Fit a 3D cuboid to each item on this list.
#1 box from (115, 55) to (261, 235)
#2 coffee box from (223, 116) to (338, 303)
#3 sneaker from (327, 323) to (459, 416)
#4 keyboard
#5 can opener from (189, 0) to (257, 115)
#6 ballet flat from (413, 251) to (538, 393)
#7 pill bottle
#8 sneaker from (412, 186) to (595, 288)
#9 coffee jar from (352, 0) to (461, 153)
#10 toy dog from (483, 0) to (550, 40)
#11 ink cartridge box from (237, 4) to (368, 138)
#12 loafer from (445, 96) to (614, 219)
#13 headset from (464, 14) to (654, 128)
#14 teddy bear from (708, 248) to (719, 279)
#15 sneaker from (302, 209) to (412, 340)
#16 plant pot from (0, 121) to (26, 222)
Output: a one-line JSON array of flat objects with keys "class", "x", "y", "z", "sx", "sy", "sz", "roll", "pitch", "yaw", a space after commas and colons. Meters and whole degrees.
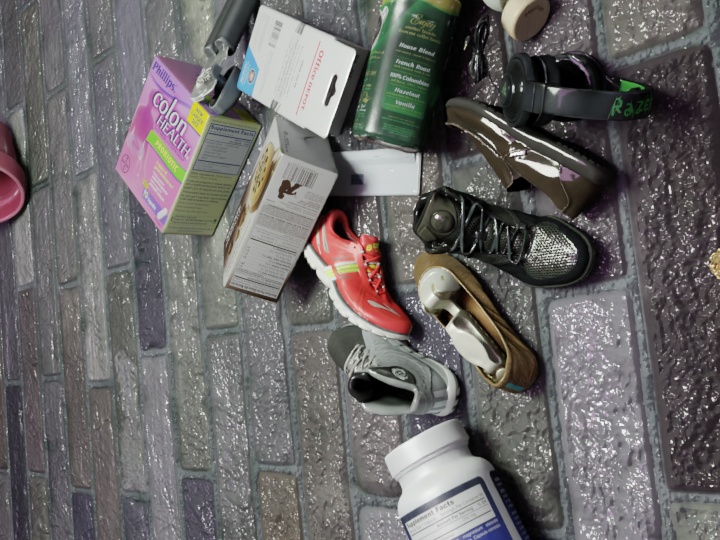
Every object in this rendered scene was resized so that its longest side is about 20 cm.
[{"class": "box", "x": -0.268, "y": -0.186, "z": 1.085, "sx": 0.176, "sy": 0.096, "sz": 0.202, "roll": 47, "pitch": 119, "yaw": 31}, {"class": "coffee box", "x": -0.108, "y": -0.076, "z": 0.918, "sx": 0.202, "sy": 0.079, "sz": 0.114, "roll": -62, "pitch": 24, "yaw": 28}, {"class": "sneaker", "x": 0.009, "y": 0.112, "z": 0.824, "sx": 0.198, "sy": 0.115, "sz": 0.076, "roll": 19, "pitch": 103, "yaw": 40}, {"class": "keyboard", "x": -0.003, "y": -0.124, "z": 0.907, "sx": 0.198, "sy": 0.011, "sz": 0.057, "roll": 5, "pitch": 98, "yaw": 42}, {"class": "can opener", "x": -0.184, "y": -0.308, "z": 1.010, "sx": 0.053, "sy": 0.067, "sz": 0.203, "roll": -12, "pitch": 51, "yaw": 41}, {"class": "ballet flat", "x": 0.108, "y": 0.050, "z": 0.764, "sx": 0.068, "sy": 0.072, "sz": 0.201, "roll": -52, "pitch": 58, "yaw": 28}, {"class": "pill bottle", "x": 0.107, "y": 0.267, "z": 0.737, "sx": 0.116, "sy": 0.115, "sz": 0.202, "roll": -41, "pitch": 64, "yaw": 34}, {"class": "sneaker", "x": 0.130, "y": -0.033, "z": 0.718, "sx": 0.198, "sy": 0.113, "sz": 0.077, "roll": 28, "pitch": 110, "yaw": 36}, {"class": "coffee jar", "x": 0.053, "y": -0.236, "z": 0.787, "sx": 0.104, "sy": 0.084, "sz": 0.203, "roll": -118, "pitch": 41, "yaw": -79}, {"class": "toy dog", "x": 0.168, "y": -0.334, "z": 0.693, "sx": 0.131, "sy": 0.096, "sz": 0.203, "roll": 32, "pitch": 111, "yaw": 37}, {"class": "ink cartridge box", "x": -0.066, "y": -0.253, "z": 0.923, "sx": 0.199, "sy": 0.066, "sz": 0.117, "roll": 37, "pitch": 113, "yaw": 36}, {"class": "loafer", "x": 0.155, "y": -0.116, "z": 0.720, "sx": 0.200, "sy": 0.072, "sz": 0.072, "roll": 40, "pitch": 117, "yaw": 36}, {"class": "headset", "x": 0.177, "y": -0.184, "z": 0.667, "sx": 0.199, "sy": 0.122, "sz": 0.096, "roll": 27, "pitch": 122, "yaw": 47}, {"class": "teddy bear", "x": 0.349, "y": -0.017, "z": 0.551, "sx": 0.144, "sy": 0.066, "sz": 0.203, "roll": 26, "pitch": 107, "yaw": 41}, {"class": "sneaker", "x": 0.000, "y": 0.000, "z": 0.862, "sx": 0.200, "sy": 0.076, "sz": 0.085, "roll": 50, "pitch": 115, "yaw": 30}, {"class": "plant pot", "x": -0.828, "y": -0.230, "z": 1.539, "sx": 0.200, "sy": 0.198, "sz": 0.181, "roll": -41, "pitch": 49, "yaw": 34}]
